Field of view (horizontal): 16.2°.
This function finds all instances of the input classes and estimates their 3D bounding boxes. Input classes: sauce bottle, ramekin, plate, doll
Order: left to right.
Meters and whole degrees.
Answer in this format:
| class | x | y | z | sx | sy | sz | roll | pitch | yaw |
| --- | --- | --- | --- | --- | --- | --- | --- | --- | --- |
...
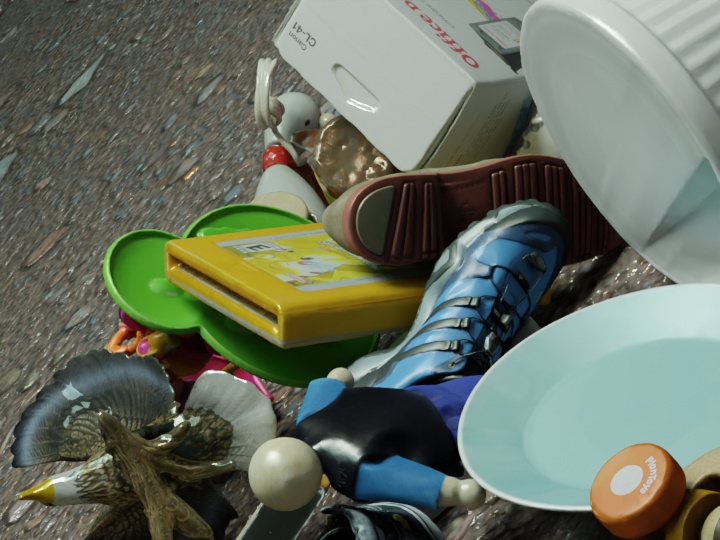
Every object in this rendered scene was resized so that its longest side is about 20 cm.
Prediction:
| class | x | y | z | sx | sy | sz | roll | pitch | yaw |
| --- | --- | --- | --- | --- | --- | --- | --- | --- | --- |
| sauce bottle | 0.010 | -0.056 | 1.771 | 0.066 | 0.066 | 0.200 | -44 | -14 | -3 |
| doll | 0.030 | 0.094 | 1.388 | 0.200 | 0.048 | 0.136 | -10 | 34 | -31 |
| plate | 0.150 | 0.072 | 1.344 | 0.200 | 0.026 | 0.200 | -17 | 29 | 9 |
| ramekin | 0.188 | -0.089 | 1.435 | 0.094 | 0.202 | 0.202 | -34 | 17 | -14 |

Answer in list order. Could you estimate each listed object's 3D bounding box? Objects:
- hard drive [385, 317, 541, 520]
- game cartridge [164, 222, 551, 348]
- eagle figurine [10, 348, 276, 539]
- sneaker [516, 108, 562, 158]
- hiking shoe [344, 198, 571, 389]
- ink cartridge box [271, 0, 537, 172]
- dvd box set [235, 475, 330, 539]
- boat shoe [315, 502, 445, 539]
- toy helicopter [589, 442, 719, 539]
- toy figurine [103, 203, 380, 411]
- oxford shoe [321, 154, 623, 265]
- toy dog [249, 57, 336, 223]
| class | x | y | z | sx | sy | sz | roll | pitch | yaw |
| --- | --- | --- | --- | --- | --- | --- | --- | --- | --- |
| hard drive | 0.058 | 0.074 | 1.588 | 0.132 | 0.027 | 0.200 | -43 | 20 | 2 |
| game cartridge | 0.000 | 0.000 | 1.613 | 0.200 | 0.032 | 0.176 | -10 | 18 | -27 |
| eagle figurine | -0.148 | 0.129 | 1.623 | 0.200 | 0.151 | 0.152 | 152 | 138 | -78 |
| sneaker | 0.137 | -0.083 | 1.668 | 0.200 | 0.087 | 0.075 | -35 | 23 | 26 |
| hiking shoe | 0.065 | 0.048 | 1.508 | 0.200 | 0.074 | 0.087 | -50 | 35 | -3 |
| ink cartridge box | 0.062 | -0.145 | 1.712 | 0.200 | 0.148 | 0.086 | -12 | -39 | -56 |
| dvd box set | -0.064 | 0.170 | 1.486 | 0.146 | 0.029 | 0.200 | -56 | -1 | 4 |
| boat shoe | 0.000 | 0.157 | 1.417 | 0.071 | 0.091 | 0.200 | -58 | 21 | -3 |
| toy helicopter | 0.174 | 0.159 | 1.154 | 0.132 | 0.079 | 0.200 | -20 | 40 | 30 |
| toy figurine | -0.113 | 0.066 | 1.735 | 0.184 | 0.200 | 0.150 | -55 | 40 | 43 |
| oxford shoe | 0.072 | -0.039 | 1.582 | 0.075 | 0.200 | 0.070 | -170 | 82 | -67 |
| toy dog | -0.033 | -0.057 | 1.924 | 0.132 | 0.096 | 0.200 | 84 | -170 | -68 |
